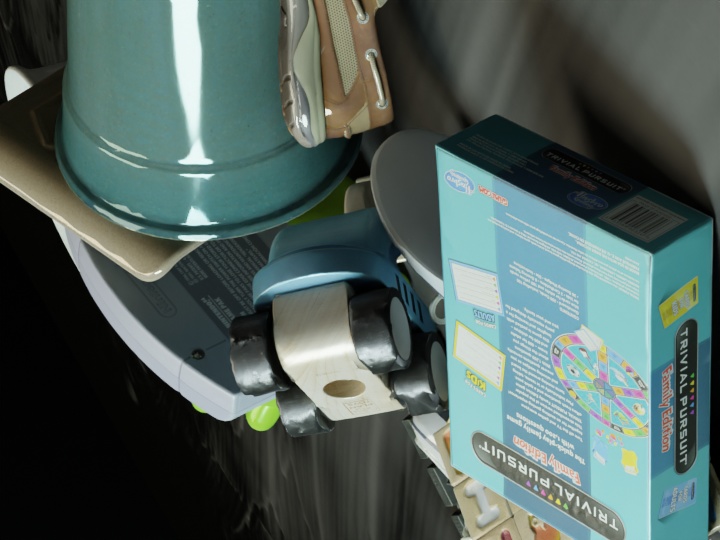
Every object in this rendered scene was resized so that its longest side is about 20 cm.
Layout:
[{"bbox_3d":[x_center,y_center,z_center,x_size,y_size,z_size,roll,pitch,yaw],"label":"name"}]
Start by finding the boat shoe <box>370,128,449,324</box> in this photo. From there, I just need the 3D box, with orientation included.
[{"bbox_3d":[0.079,0.008,1.599,0.202,0.074,0.086,46,165,23],"label":"boat shoe"}]

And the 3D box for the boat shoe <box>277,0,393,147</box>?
[{"bbox_3d":[-0.013,-0.171,1.580,0.076,0.071,0.201,-109,16,-67],"label":"boat shoe"}]

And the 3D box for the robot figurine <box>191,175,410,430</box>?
[{"bbox_3d":[-0.055,0.011,1.895,0.116,0.174,0.201,-91,24,-56],"label":"robot figurine"}]

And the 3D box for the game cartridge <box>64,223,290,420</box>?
[{"bbox_3d":[-0.098,0.006,1.767,0.200,0.133,0.041,48,145,30],"label":"game cartridge"}]

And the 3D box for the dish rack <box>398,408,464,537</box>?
[{"bbox_3d":[0.083,0.118,1.833,0.154,0.054,0.200,62,166,-3],"label":"dish rack"}]

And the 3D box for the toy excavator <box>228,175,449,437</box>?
[{"bbox_3d":[0.000,0.000,1.666,0.195,0.099,0.201,49,-146,-57],"label":"toy excavator"}]

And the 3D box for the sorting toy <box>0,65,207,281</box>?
[{"bbox_3d":[-0.126,-0.086,1.803,0.185,0.200,0.037,33,145,29],"label":"sorting toy"}]

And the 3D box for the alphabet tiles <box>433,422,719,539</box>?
[{"bbox_3d":[0.116,0.109,1.489,0.166,0.006,0.201,-37,63,37],"label":"alphabet tiles"}]

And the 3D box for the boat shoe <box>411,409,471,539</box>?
[{"bbox_3d":[0.095,0.164,1.709,0.200,0.066,0.072,44,-170,-12],"label":"boat shoe"}]

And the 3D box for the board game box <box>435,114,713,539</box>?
[{"bbox_3d":[0.108,0.040,1.407,0.151,0.047,0.201,30,135,41],"label":"board game box"}]

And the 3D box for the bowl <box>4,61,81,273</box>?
[{"bbox_3d":[-0.173,-0.071,1.991,0.202,0.090,0.202,57,163,28],"label":"bowl"}]

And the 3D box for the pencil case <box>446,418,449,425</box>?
[{"bbox_3d":[0.130,0.138,1.597,0.200,0.090,0.083,54,157,30],"label":"pencil case"}]

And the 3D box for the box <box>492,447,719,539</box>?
[{"bbox_3d":[0.138,0.188,1.499,0.200,0.043,0.161,-55,54,27],"label":"box"}]

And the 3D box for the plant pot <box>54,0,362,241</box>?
[{"bbox_3d":[-0.099,-0.159,1.710,0.200,0.199,0.197,52,155,39],"label":"plant pot"}]
